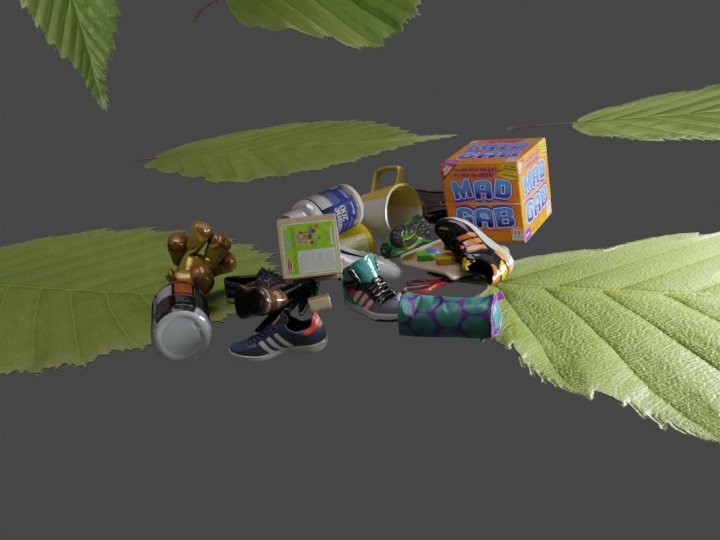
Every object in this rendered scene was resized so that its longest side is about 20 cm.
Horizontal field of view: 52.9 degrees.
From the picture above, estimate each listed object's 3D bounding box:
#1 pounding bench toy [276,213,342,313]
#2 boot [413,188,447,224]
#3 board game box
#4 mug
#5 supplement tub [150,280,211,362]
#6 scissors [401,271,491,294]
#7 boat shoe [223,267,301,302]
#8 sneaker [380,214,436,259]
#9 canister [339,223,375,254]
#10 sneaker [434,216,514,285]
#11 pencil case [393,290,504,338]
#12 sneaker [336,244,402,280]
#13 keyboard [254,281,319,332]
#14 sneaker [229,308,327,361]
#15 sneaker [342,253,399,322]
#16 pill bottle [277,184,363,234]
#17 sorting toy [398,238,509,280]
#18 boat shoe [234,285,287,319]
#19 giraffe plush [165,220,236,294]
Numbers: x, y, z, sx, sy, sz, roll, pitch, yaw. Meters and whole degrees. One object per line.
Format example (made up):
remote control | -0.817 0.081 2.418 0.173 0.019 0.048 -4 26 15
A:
pounding bench toy | -0.106 -0.005 1.559 0.123 0.201 0.156 -7 -6 -5
boot | 0.175 -0.170 1.970 0.199 0.070 0.174 -7 23 4
board game box | 0.340 -0.201 1.795 0.199 0.201 0.200 4 27 33
mug | 0.068 -0.161 1.901 0.153 0.150 0.187 -1 49 44
supplement tub | -0.383 0.100 1.540 0.122 0.123 0.200 -15 22 -9
scissors | 0.189 0.029 1.578 0.199 0.014 0.073 -5 21 11
boat shoe | -0.233 0.025 1.698 0.198 0.066 0.075 -8 21 23
sneaker | 0.114 -0.081 1.782 0.085 0.078 0.200 -39 -13 38
canister | -0.076 -0.051 1.794 0.199 0.087 0.149 -15 23 -12
sneaker | 0.232 -0.043 1.566 0.200 0.070 0.090 36 47 19
pencil case | 0.166 0.082 1.367 0.199 0.085 0.093 1 52 25
sneaker | 0.000 0.000 1.670 0.199 0.076 0.081 13 72 19
keyboard | -0.148 0.083 1.601 0.104 0.040 0.200 -26 15 31
sneaker | -0.168 0.122 1.433 0.199 0.085 0.075 -10 23 3
sneaker | 0.028 0.028 1.511 0.083 0.121 0.199 -27 28 -34
pill bottle | -0.096 -0.126 1.723 0.111 0.112 0.200 12 31 44
sorting toy | 0.213 -0.040 1.675 0.184 0.037 0.200 -21 23 -28
boat shoe | -0.221 0.070 1.591 0.073 0.076 0.200 -3 3 -29
giraffe plush | -0.396 0.008 1.700 0.200 0.172 0.162 -42 24 18
